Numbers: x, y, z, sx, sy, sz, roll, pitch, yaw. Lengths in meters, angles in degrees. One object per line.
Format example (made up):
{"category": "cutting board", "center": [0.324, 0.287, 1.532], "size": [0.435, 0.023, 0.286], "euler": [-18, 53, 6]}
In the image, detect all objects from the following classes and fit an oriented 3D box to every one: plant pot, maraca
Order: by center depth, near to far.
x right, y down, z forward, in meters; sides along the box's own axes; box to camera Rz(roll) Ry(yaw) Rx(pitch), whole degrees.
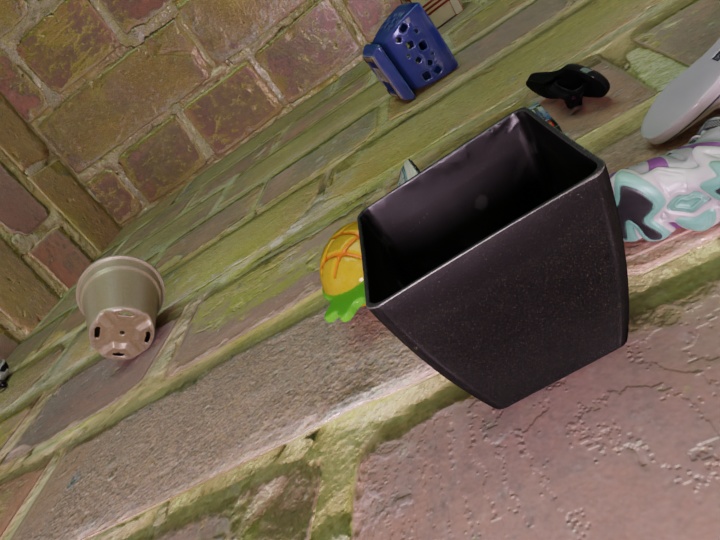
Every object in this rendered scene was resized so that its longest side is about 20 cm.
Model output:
{"category": "plant pot", "center": [0.129, 0.000, 0.532], "size": [0.198, 0.178, 0.201], "euler": [-32, 23, 12]}
{"category": "maraca", "center": [0.000, 0.000, 0.799], "size": [0.136, 0.107, 0.201], "euler": [-37, 23, 19]}
{"category": "plant pot", "center": [-0.538, 0.097, 1.307], "size": [0.199, 0.201, 0.184], "euler": [-37, 35, 0]}
{"category": "plant pot", "center": [0.123, -0.593, 1.605], "size": [0.179, 0.200, 0.200], "euler": [-41, 24, 5]}

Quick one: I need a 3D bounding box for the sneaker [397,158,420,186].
{"category": "sneaker", "center": [0.075, -0.116, 0.947], "size": [0.086, 0.078, 0.201], "euler": [-35, 23, 13]}

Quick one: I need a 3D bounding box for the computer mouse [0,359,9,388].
{"category": "computer mouse", "center": [-1.182, 0.357, 1.893], "size": [0.109, 0.044, 0.200], "euler": [-43, 29, 0]}

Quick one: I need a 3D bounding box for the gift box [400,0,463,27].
{"category": "gift box", "center": [0.269, -1.026, 2.185], "size": [0.185, 0.201, 0.185], "euler": [-33, 29, 4]}

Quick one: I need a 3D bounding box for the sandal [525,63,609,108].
{"category": "sandal", "center": [0.326, -0.285, 0.929], "size": [0.048, 0.075, 0.200], "euler": [-61, 15, 6]}

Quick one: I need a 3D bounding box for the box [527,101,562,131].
{"category": "box", "center": [0.211, -0.179, 0.912], "size": [0.198, 0.040, 0.138], "euler": [-29, 24, 18]}

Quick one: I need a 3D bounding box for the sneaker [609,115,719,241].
{"category": "sneaker", "center": [0.325, -0.100, 0.578], "size": [0.198, 0.078, 0.140], "euler": [2, 42, 42]}

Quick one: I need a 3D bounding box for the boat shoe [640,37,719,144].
{"category": "boat shoe", "center": [0.417, -0.219, 0.664], "size": [0.201, 0.065, 0.072], "euler": [-52, 21, 22]}
